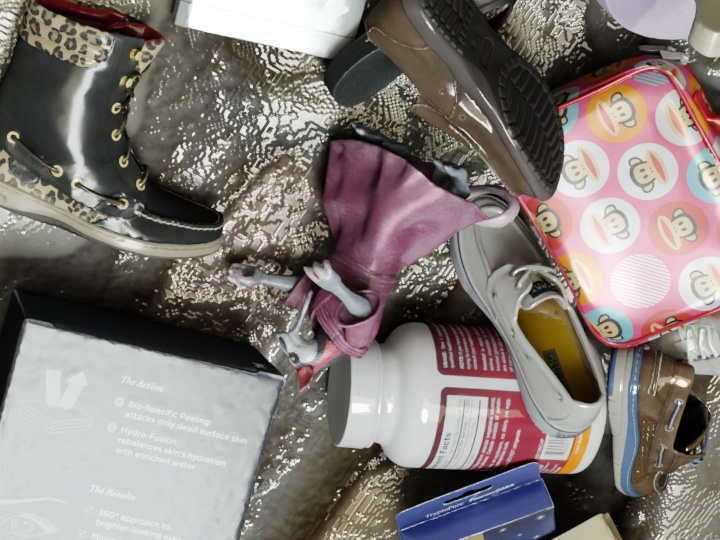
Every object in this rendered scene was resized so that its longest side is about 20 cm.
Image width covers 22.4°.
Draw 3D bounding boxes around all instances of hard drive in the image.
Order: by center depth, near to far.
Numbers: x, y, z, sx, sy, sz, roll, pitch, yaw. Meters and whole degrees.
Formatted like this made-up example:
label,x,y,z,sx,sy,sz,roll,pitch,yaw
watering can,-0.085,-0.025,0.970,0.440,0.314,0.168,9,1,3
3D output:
label,x,y,z,sx,sy,sz,roll,pitch,yaw
hard drive,-0.045,-0.255,1.273,0.132,0.027,0.200,10,110,-16

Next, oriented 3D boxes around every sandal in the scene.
label,x,y,z,sx,sy,sz,roll,pitch,yaw
sandal,0.065,-0.178,1.302,0.200,0.048,0.075,-40,157,12

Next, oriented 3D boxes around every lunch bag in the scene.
label,x,y,z,sx,sy,sz,roll,pitch,yaw
lunch bag,0.217,-0.058,1.345,0.176,0.082,0.200,-24,102,20

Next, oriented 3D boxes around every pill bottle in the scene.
label,x,y,z,sx,sy,sz,roll,pitch,yaw
pill bottle,0.080,0.098,1.407,0.200,0.113,0.113,4,112,-13

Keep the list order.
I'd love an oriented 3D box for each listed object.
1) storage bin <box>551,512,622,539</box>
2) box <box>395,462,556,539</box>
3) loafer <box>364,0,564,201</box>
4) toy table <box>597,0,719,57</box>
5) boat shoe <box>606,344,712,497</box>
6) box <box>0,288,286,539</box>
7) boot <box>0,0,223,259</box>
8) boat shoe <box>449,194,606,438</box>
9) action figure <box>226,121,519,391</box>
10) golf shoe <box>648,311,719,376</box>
label,x,y,z,sx,sy,sz,roll,pitch,yaw
storage bin,0.152,0.307,1.481,0.200,0.094,0.199,-29,146,3
box,0.097,0.222,1.452,0.121,0.032,0.200,-20,149,-2
loafer,0.074,-0.127,1.272,0.071,0.073,0.200,-16,123,38
toy table,0.273,-0.194,1.264,0.200,0.117,0.184,-20,137,-22
boat shoe,0.237,0.128,1.431,0.072,0.072,0.200,6,153,17
box,-0.183,0.138,1.346,0.196,0.117,0.200,15,96,-17
boot,-0.173,-0.100,1.292,0.200,0.073,0.151,18,109,-13
boat shoe,0.128,0.024,1.350,0.071,0.200,0.070,-13,160,-21
action figure,0.000,0.000,1.344,0.149,0.134,0.200,18,97,-31
golf shoe,0.273,0.059,1.387,0.097,0.200,0.078,-11,88,-1
